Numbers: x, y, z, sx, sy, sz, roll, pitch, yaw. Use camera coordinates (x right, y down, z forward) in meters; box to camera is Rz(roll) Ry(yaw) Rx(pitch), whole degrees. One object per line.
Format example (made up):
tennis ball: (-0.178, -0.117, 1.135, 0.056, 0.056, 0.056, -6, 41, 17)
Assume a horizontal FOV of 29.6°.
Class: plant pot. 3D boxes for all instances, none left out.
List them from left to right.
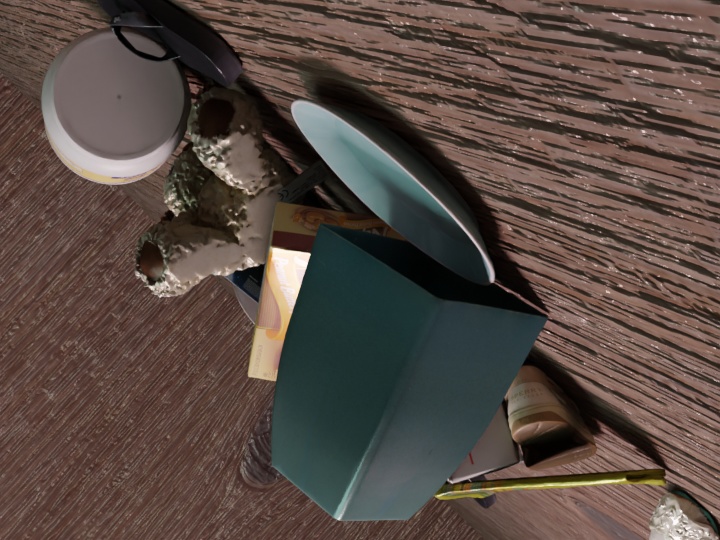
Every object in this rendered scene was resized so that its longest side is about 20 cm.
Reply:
plant pot: (0.019, 0.089, 1.078, 0.141, 0.200, 0.141, 11, -163, -47)

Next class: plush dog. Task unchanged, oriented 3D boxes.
plush dog: (-0.126, -0.075, 1.281, 0.160, 0.200, 0.172, 16, -165, -32)

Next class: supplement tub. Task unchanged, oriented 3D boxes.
supplement tub: (-0.245, -0.163, 1.363, 0.145, 0.145, 0.200, 43, 172, -9)

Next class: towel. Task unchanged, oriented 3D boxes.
towel: (0.171, 0.196, 1.243, 0.200, 0.018, 0.086, -11, 171, 36)

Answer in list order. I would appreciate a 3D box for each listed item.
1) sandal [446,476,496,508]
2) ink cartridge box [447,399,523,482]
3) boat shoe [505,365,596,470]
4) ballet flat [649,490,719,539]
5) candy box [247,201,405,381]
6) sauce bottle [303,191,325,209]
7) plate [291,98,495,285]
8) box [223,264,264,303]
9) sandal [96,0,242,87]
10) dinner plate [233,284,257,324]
sandal: (0.073, 0.202, 1.549, 0.200, 0.043, 0.076, 43, 172, -10)
ink cartridge box: (0.106, 0.138, 1.300, 0.200, 0.068, 0.116, 39, -146, -79)
boat shoe: (0.176, 0.141, 1.288, 0.200, 0.072, 0.065, 48, -153, -63)
ballet flat: (0.307, 0.271, 1.315, 0.072, 0.072, 0.200, 38, 170, 26)
candy box: (-0.034, 0.029, 1.229, 0.115, 0.055, 0.200, 8, 140, -5)
sauce bottle: (0.000, 0.000, 1.350, 0.200, 0.065, 0.065, 45, 171, -17)
plate: (0.030, -0.064, 1.013, 0.200, 0.026, 0.200, 41, 173, 6)
box: (-0.104, 0.001, 1.479, 0.200, 0.038, 0.137, 37, -172, 30)
sandal: (-0.180, -0.208, 1.184, 0.200, 0.043, 0.076, 34, 169, 43)
dinner plate: (-0.059, 0.036, 1.630, 0.200, 0.024, 0.200, 24, -148, -16)
